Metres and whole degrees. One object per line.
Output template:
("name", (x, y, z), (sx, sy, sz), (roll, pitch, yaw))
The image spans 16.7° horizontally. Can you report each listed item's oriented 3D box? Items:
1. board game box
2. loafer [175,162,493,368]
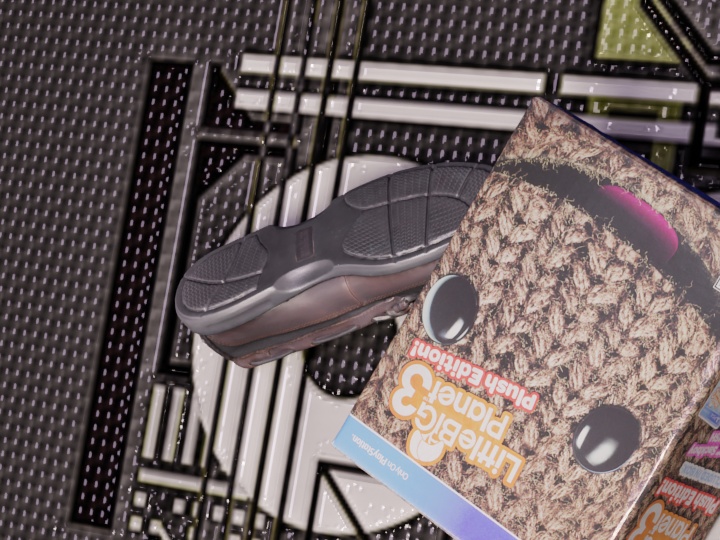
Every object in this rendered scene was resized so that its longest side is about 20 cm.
("board game box", (0.111, 0.046, 1.187), (0.159, 0.097, 0.201), (34, 98, 31))
("loafer", (0.000, 0.000, 1.293), (0.199, 0.063, 0.072), (-18, 42, 22))
